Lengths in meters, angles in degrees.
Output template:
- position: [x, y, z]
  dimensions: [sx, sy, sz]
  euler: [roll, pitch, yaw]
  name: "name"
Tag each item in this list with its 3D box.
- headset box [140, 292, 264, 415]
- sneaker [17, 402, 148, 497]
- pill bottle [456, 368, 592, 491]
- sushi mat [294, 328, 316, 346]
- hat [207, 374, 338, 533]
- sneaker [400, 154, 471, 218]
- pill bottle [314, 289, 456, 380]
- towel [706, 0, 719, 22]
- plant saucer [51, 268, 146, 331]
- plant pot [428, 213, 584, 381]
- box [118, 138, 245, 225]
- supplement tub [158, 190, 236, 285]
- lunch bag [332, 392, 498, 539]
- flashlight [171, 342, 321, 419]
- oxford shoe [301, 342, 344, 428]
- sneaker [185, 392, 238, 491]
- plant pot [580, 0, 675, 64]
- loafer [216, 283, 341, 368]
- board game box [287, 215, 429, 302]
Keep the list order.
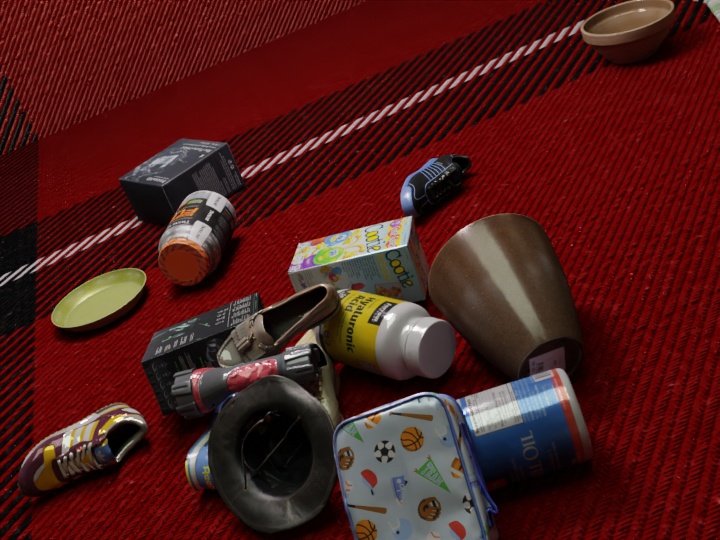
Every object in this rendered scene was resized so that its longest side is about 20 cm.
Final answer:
- position: [-0.234, 0.127, 1.487]
  dimensions: [0.199, 0.093, 0.174]
  euler: [-21, 12, -2]
  name: "headset box"
- position: [-0.407, 0.268, 1.417]
  dimensions: [0.200, 0.075, 0.090]
  euler: [-36, 26, -25]
  name: "sneaker"
- position: [0.159, 0.195, 1.121]
  dimensions: [0.199, 0.113, 0.112]
  euler: [-19, 28, 6]
  name: "pill bottle"
- position: [-0.043, 0.094, 1.543]
  dimensions: [0.095, 0.012, 0.200]
  euler: [0, 34, 36]
  name: "sushi mat"
- position: [-0.097, 0.239, 1.233]
  dimensions: [0.199, 0.081, 0.202]
  euler: [-9, 69, 25]
  name: "hat"
- position: [0.144, -0.166, 1.816]
  dimensions: [0.077, 0.070, 0.200]
  euler: [-9, 28, 35]
  name: "sneaker"
- position: [0.037, 0.095, 1.382]
  dimensions: [0.199, 0.112, 0.111]
  euler: [11, 41, 44]
  name: "pill bottle"
- position: [0.855, -0.577, 2.117]
  dimensions: [0.148, 0.031, 0.201]
  euler: [-16, 30, 15]
  name: "towel"
- position: [-0.509, 0.063, 1.898]
  dimensions: [0.199, 0.031, 0.200]
  euler: [-17, 28, 9]
  name: "plant saucer"
- position: [0.211, 0.058, 1.287]
  dimensions: [0.186, 0.188, 0.201]
  euler: [-22, 43, -3]
  name: "plant pot"
- position: [-0.410, -0.203, 2.213]
  dimensions: [0.196, 0.118, 0.200]
  euler: [12, 43, 46]
  name: "box"
- position: [-0.322, -0.063, 1.895]
  dimensions: [0.122, 0.123, 0.200]
  euler: [-13, 29, 15]
  name: "supplement tub"
- position: [0.064, 0.239, 1.044]
  dimensions: [0.159, 0.201, 0.076]
  euler: [-20, -16, 14]
  name: "lunch bag"
- position: [-0.155, 0.149, 1.314]
  dimensions: [0.199, 0.068, 0.068]
  euler: [-14, 62, 9]
  name: "flashlight"
- position: [-0.066, 0.179, 1.341]
  dimensions: [0.070, 0.074, 0.200]
  euler: [-16, 29, 3]
  name: "oxford shoe"
- position: [-0.166, 0.224, 1.338]
  dimensions: [0.082, 0.074, 0.201]
  euler: [-5, 39, 26]
  name: "sneaker"
- position: [0.590, -0.513, 2.105]
  dimensions: [0.199, 0.093, 0.201]
  euler: [-17, 27, 9]
  name: "plant pot"
- position: [-0.121, 0.076, 1.360]
  dimensions: [0.199, 0.063, 0.072]
  euler: [-32, 73, -3]
  name: "loafer"
- position: [0.000, 0.000, 1.554]
  dimensions: [0.199, 0.105, 0.103]
  euler: [-13, 27, 15]
  name: "board game box"
